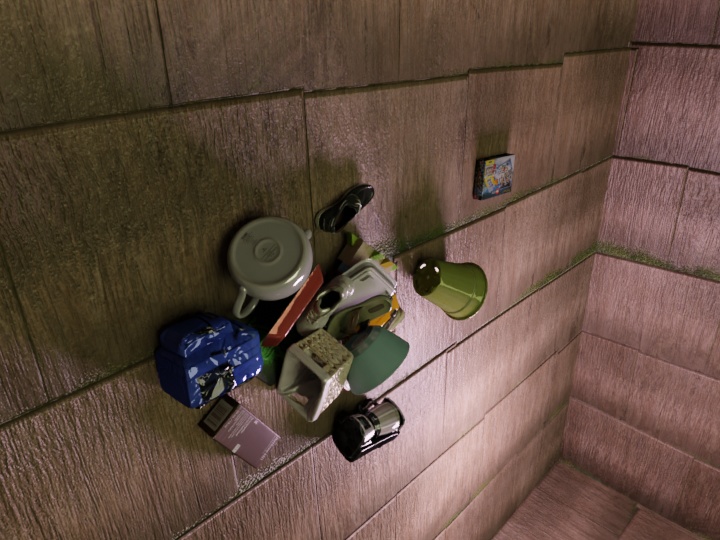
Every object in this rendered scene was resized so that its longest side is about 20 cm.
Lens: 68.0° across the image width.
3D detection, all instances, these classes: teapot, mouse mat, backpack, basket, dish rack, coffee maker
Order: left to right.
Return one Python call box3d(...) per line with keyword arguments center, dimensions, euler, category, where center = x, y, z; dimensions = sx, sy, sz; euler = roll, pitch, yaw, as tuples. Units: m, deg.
box3d(center=(-0.308, 0.176, 1.135), dimensions=(0.199, 0.162, 0.169), euler=(-19, 116, -41), category="backpack")
box3d(center=(-0.232, 0.190, 1.345), dimensions=(0.161, 0.008, 0.200), euler=(-56, 137, -15), category="mouse mat")
box3d(center=(-0.196, -0.010, 1.187), dimensions=(0.198, 0.199, 0.146), euler=(-10, 157, -5), category="teapot")
box3d(center=(-0.116, 0.265, 1.369), dimensions=(0.123, 0.135, 0.201), euler=(-35, 154, -42), category="basket")
box3d(center=(-0.009, 0.068, 1.430), dimensions=(0.199, 0.044, 0.172), euler=(-34, 138, 14), category="dish rack")
box3d(center=(0.022, 0.514, 1.669), dimensions=(0.199, 0.134, 0.194), euler=(-9, 113, -45), category="coffee maker")

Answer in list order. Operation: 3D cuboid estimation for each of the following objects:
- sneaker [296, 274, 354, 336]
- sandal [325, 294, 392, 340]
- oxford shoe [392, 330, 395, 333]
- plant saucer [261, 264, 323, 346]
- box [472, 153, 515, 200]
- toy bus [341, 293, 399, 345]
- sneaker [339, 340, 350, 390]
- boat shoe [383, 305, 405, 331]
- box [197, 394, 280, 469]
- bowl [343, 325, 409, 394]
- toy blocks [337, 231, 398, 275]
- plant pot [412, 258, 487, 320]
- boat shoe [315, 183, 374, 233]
box3d(center=(-0.103, 0.094, 1.340), dimensions=(0.200, 0.078, 0.099), euler=(-50, 177, 18), category="sneaker")
box3d(center=(-0.006, 0.131, 1.414), dimensions=(0.200, 0.057, 0.080), euler=(-30, 128, 7), category="sandal")
box3d(center=(0.052, 0.258, 1.637), dimensions=(0.200, 0.074, 0.071), euler=(-46, 135, -25), category="oxford shoe")
box3d(center=(-0.157, 0.095, 1.257), dimensions=(0.037, 0.200, 0.201), euler=(35, 70, -4), category="plant saucer")
box3d(center=(0.470, -0.331, 1.877), dimensions=(0.199, 0.038, 0.138), euler=(-19, 120, -42), category="box")
box3d(center=(0.025, 0.139, 1.553), dimensions=(0.200, 0.078, 0.065), euler=(-44, 133, -27), category="toy bus")
box3d(center=(-0.058, 0.262, 1.512), dimensions=(0.088, 0.081, 0.201), euler=(-44, 135, -24), category="sneaker")
box3d(center=(0.055, 0.172, 1.616), dimensions=(0.200, 0.073, 0.065), euler=(-48, 125, -27), category="boat shoe")
box3d(center=(-0.294, 0.397, 1.315), dimensions=(0.100, 0.075, 0.200), euler=(-52, 139, -19), category="box")
box3d(center=(0.022, 0.223, 1.425), dimensions=(0.105, 0.201, 0.201), euler=(49, 65, -11), category="bowl")
box3d(center=(0.000, 0.000, 1.467), dimensions=(0.200, 0.100, 0.137), euler=(34, 91, -46), category="toy blocks")
box3d(center=(0.274, 0.044, 1.730), dimensions=(0.189, 0.200, 0.201), euler=(20, 92, -37), category="plant pot")
box3d(center=(-0.025, -0.158, 1.380), dimensions=(0.200, 0.067, 0.072), euler=(-40, 131, -31), category="boat shoe")
